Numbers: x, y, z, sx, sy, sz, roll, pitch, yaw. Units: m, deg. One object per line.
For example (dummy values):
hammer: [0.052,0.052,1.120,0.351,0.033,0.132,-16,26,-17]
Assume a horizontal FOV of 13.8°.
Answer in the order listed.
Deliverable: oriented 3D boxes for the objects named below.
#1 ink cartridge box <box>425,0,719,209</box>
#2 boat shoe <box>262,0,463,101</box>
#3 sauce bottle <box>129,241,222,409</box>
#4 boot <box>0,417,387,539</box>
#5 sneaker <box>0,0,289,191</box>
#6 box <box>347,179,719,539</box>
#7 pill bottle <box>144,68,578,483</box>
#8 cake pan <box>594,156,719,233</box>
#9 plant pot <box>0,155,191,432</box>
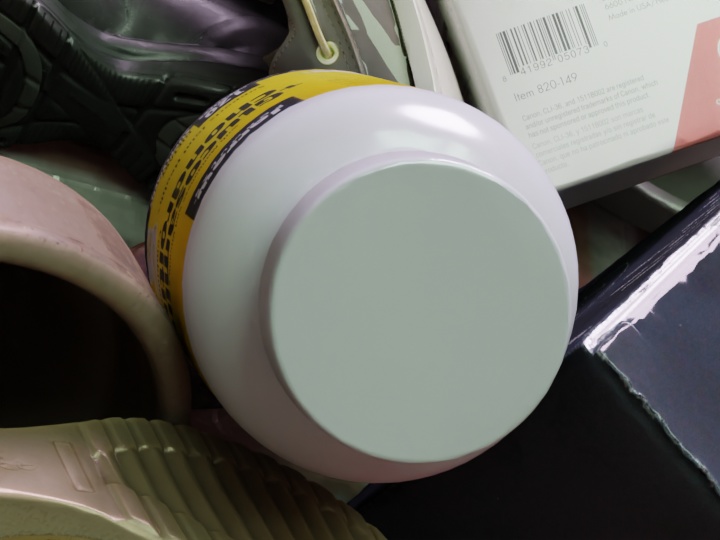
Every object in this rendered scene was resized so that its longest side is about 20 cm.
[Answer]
ink cartridge box: [0.073,-0.130,1.034,0.116,0.067,0.200,-18,84,-5]
boat shoe: [-0.006,-0.082,0.995,0.060,0.072,0.202,-17,94,6]
sauce bottle: [-0.045,0.013,1.008,0.200,0.066,0.066,-23,73,-36]
boot: [-0.100,0.122,0.846,0.200,0.166,0.072,12,31,-25]
sneaker: [-0.102,-0.087,1.046,0.200,0.076,0.091,22,41,-24]
box: [0.108,0.058,0.969,0.124,0.200,0.197,51,50,2]
pill bottle: [0.000,0.000,0.861,0.112,0.200,0.112,-1,96,-9]
cake pan: [0.132,-0.090,1.191,0.200,0.037,0.200,15,53,-21]
plant pot: [-0.170,0.004,0.876,0.200,0.200,0.175,0,44,-29]
